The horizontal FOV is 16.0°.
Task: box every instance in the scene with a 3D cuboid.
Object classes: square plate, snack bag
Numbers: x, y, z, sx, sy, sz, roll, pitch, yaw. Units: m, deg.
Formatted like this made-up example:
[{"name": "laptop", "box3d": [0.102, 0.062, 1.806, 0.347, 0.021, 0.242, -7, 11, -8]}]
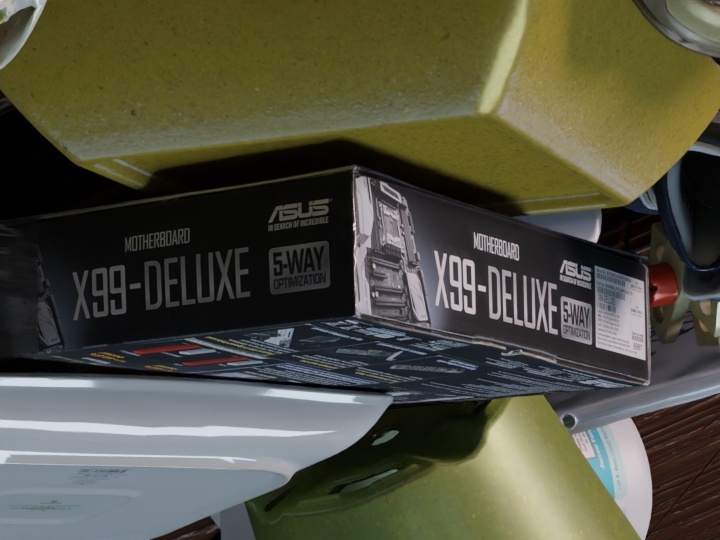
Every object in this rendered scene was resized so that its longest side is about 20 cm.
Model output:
[{"name": "square plate", "box3d": [-0.119, 0.075, 0.937, 0.199, 0.029, 0.198, 4, 163, -32]}, {"name": "snack bag", "box3d": [0.147, 0.028, 1.166, 0.187, 0.022, 0.200, -16, -165, 6]}]

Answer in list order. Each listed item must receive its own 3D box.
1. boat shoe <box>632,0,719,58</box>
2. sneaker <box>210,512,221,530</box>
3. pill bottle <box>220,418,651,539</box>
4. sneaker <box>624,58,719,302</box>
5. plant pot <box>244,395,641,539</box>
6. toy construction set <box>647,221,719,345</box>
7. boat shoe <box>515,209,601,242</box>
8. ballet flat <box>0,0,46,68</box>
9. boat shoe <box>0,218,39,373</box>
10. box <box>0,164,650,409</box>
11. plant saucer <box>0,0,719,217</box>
[{"name": "boat shoe", "box3d": [0.170, -0.102, 0.769, 0.199, 0.072, 0.068, -3, 157, -35]}, {"name": "sneaker", "box3d": [-0.010, 0.093, 1.271, 0.199, 0.081, 0.070, -6, 155, -42]}, {"name": "pill bottle", "box3d": [0.033, 0.110, 1.184, 0.199, 0.111, 0.111, -5, 156, -41]}, {"name": "sneaker", "box3d": [0.121, -0.038, 0.952, 0.108, 0.070, 0.200, -36, -167, -28]}, {"name": "plant pot", "box3d": [0.043, 0.138, 1.028, 0.199, 0.191, 0.200, -24, -160, 9]}, {"name": "toy construction set", "box3d": [0.202, -0.046, 1.107, 0.199, 0.092, 0.131, -25, 165, -23]}, {"name": "boat shoe", "box3d": [0.000, 0.000, 1.054, 0.199, 0.074, 0.065, -15, 176, -8]}, {"name": "ballet flat", "box3d": [-0.139, -0.057, 0.705, 0.064, 0.076, 0.200, 24, 136, -38]}, {"name": "boat shoe", "box3d": [-0.159, 0.041, 0.976, 0.064, 0.072, 0.200, -19, 168, -21]}, {"name": "box", "box3d": [-0.012, 0.014, 0.890, 0.157, 0.050, 0.200, -7, 168, 33]}, {"name": "plant saucer", "box3d": [0.000, -0.050, 0.820, 0.199, 0.049, 0.200, -4, 169, 23]}]
